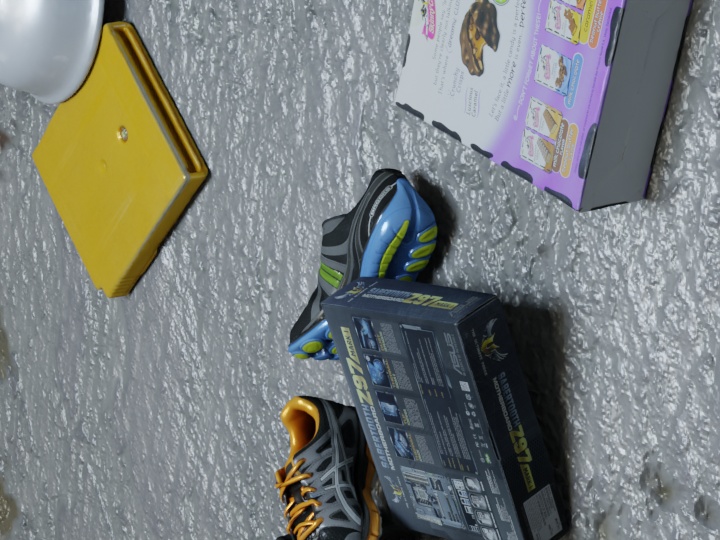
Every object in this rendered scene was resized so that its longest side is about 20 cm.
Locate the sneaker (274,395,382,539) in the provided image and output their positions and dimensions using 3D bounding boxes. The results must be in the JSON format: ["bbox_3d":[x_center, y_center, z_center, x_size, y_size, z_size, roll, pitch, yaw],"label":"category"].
[{"bbox_3d":[-0.031,0.179,1.757,0.078,0.077,0.200,-48,26,33],"label":"sneaker"}]

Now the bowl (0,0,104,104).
[{"bbox_3d":[-0.316,-0.252,2.056,0.201,0.090,0.202,3,93,57],"label":"bowl"}]

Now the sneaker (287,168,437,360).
[{"bbox_3d":[0.000,0.000,1.771,0.200,0.071,0.083,-60,37,39],"label":"sneaker"}]

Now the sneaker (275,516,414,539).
[{"bbox_3d":[-0.021,0.281,1.845,0.114,0.076,0.200,26,115,47],"label":"sneaker"}]

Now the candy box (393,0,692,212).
[{"bbox_3d":[0.123,-0.159,1.569,0.200,0.071,0.168,34,123,41],"label":"candy box"}]

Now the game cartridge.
[{"bbox_3d":[-0.221,-0.096,2.048,0.177,0.032,0.200,62,140,21],"label":"game cartridge"}]

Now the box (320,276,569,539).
[{"bbox_3d":[0.062,0.108,1.677,0.157,0.051,0.201,6,120,50],"label":"box"}]
